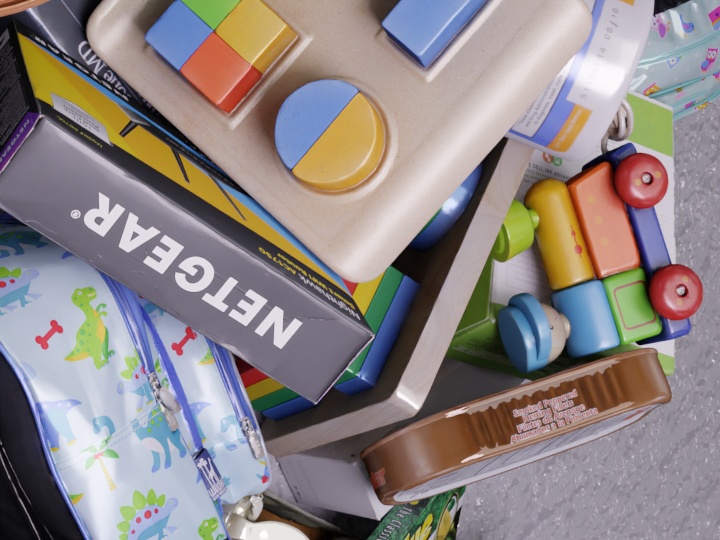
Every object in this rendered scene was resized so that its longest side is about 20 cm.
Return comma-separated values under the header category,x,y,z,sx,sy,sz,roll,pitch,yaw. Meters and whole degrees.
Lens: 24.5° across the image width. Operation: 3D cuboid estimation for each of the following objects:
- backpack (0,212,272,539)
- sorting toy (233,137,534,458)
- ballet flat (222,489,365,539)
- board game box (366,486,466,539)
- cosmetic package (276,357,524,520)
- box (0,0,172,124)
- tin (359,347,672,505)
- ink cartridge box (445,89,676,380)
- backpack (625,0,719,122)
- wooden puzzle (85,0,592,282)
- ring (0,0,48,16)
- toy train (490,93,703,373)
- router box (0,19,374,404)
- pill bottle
category,x,y,z,sx,sy,sz,roll,pitch,yaw
backpack,-0.154,0.068,0.866,0.147,0.183,0.201,-33,113,-33
sorting toy,0.000,0.000,1.010,0.069,0.200,0.199,32,65,-15
ballet flat,-0.034,0.188,1.063,0.200,0.064,0.068,32,70,-38
board game box,0.020,0.200,1.071,0.200,0.023,0.105,-42,144,-54
cosmetic package,0.041,0.086,1.117,0.200,0.082,0.051,-39,115,-34
box,-0.135,-0.179,0.937,0.200,0.107,0.149,-53,124,-27
tin,0.097,0.097,1.014,0.199,0.112,0.042,-16,80,-17
ink cartridge box,0.134,-0.031,1.114,0.147,0.076,0.201,17,64,-25
backpack,0.190,-0.168,1.205,0.200,0.167,0.127,-28,114,-32
wooden puzzle,-0.013,-0.124,0.834,0.200,0.046,0.185,42,92,5
ring,-0.204,-0.208,0.837,0.201,0.200,0.019,-53,164,-28
toy train,0.121,-0.042,1.013,0.115,0.085,0.201,-16,88,-19
router box,-0.097,-0.031,0.822,0.200,0.149,0.051,34,102,-28
pill bottle,0.050,-0.145,0.914,0.199,0.112,0.112,21,74,-6
